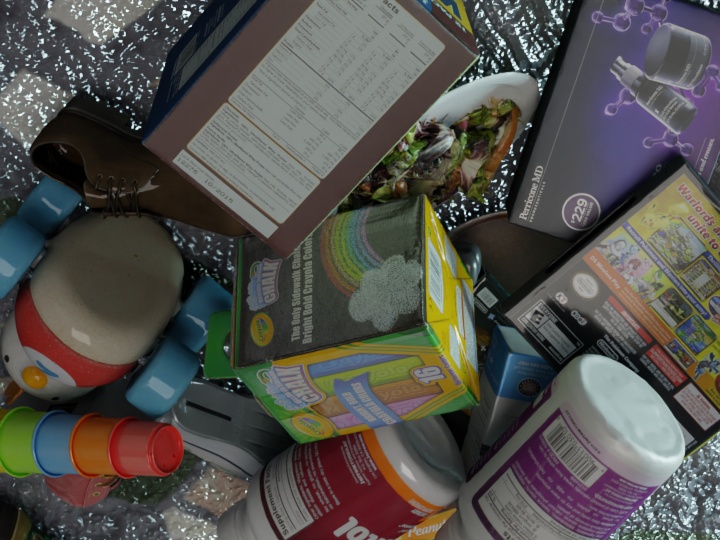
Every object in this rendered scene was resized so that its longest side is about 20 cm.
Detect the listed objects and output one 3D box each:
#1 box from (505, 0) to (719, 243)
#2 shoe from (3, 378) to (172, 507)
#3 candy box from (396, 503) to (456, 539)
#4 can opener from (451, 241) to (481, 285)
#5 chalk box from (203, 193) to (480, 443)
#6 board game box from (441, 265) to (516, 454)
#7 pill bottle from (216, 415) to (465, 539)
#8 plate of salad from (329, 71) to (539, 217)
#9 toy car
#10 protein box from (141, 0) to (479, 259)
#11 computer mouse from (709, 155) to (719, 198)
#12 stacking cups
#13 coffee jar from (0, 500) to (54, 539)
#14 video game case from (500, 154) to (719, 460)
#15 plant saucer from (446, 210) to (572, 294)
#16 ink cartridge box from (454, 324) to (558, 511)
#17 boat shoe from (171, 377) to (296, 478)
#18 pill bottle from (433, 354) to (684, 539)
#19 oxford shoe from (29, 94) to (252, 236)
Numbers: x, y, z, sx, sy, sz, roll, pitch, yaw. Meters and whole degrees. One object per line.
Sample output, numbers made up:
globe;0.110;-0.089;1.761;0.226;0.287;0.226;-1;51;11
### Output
box;0.209;-0.117;1.150;0.140;0.079;0.201;17;106;2
shoe;-0.219;0.150;1.261;0.199;0.072;0.091;-4;130;39
candy box;0.127;0.181;1.340;0.198;0.055;0.116;0;114;-3
can opener;0.000;0.000;1.219;0.198;0.053;0.067;0;108;9
chalk box;-0.023;0.044;1.124;0.199;0.125;0.124;-13;142;19
board game box;0.120;0.110;1.267;0.135;0.028;0.200;-41;107;10
pill bottle;-0.020;0.188;1.227;0.200;0.113;0.113;-37;114;23
plate of salad;0.060;-0.079;1.142;0.200;0.200;0.048;-38;72;15
toy car;-0.240;0.056;1.200;0.184;0.177;0.200;38;122;-10
protein box;-0.037;-0.156;1.072;0.135;0.199;0.200;39;109;-18
computer mouse;0.299;-0.063;1.225;0.199;0.053;0.139;-36;101;12
stacking cups;-0.227;0.133;1.159;0.199;0.061;0.061;-5;123;35
coffee jar;-0.297;0.296;1.358;0.200;0.085;0.104;38;109;-20
video game case;0.240;0.040;1.146;0.181;0.026;0.200;-40;108;14
plant saucer;0.131;0.032;1.277;0.198;0.035;0.202;-1;117;-2
ink cartridge box;0.146;0.157;1.234;0.115;0.068;0.201;11;107;-9
boat shoe;-0.107;0.142;1.305;0.200;0.074;0.067;34;152;-33
pill bottle;0.146;0.168;1.133;0.112;0.113;0.200;29;119;-18
oxford shoe;-0.167;-0.062;1.131;0.199;0.084;0.073;21;135;21
